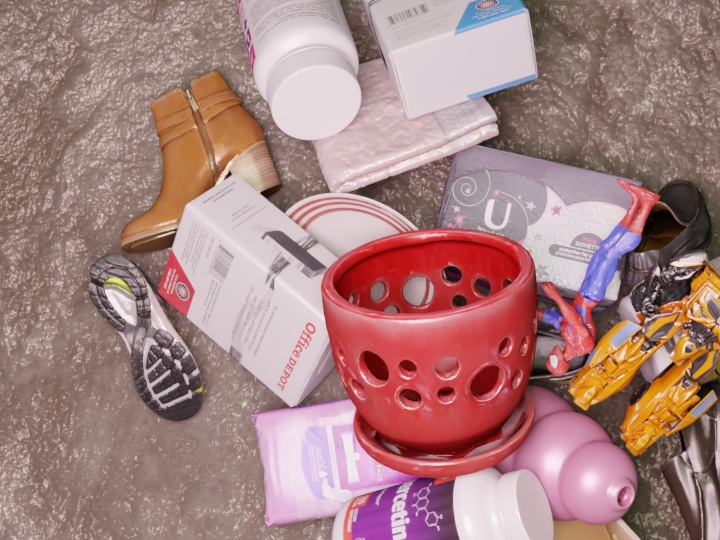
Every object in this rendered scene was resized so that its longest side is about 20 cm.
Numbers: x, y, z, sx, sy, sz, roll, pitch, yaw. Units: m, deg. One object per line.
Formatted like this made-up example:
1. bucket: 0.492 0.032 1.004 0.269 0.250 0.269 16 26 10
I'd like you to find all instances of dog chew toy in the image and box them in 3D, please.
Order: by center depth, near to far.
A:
1. dog chew toy: 0.196 0.190 1.156 0.123 0.199 0.126 -6 103 -29

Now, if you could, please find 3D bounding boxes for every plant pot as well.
1. plant pot: 0.069 0.078 1.097 0.198 0.201 0.184 -4 116 3

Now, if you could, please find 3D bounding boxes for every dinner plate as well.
1. dinner plate: 0.000 0.000 1.227 0.199 0.201 0.024 26 42 8

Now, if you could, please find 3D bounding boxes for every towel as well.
1. towel: 0.035 -0.174 1.247 0.189 0.032 0.201 -20 40 1

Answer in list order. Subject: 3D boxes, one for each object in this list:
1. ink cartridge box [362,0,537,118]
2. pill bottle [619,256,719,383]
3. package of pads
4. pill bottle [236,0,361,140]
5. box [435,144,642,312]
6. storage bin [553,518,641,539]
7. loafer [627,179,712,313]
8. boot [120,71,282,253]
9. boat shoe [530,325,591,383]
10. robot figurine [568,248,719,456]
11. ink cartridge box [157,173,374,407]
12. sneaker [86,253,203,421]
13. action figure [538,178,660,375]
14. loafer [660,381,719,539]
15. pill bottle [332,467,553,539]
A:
1. ink cartridge box: 0.088 -0.262 1.235 0.144 0.084 0.201 -18 38 1
2. pill bottle: 0.381 0.044 1.207 0.198 0.114 0.115 -22 81 0
3. package of pads: -0.011 0.196 1.231 0.198 0.076 0.122 -9 85 3
4. pill bottle: -0.065 -0.239 1.239 0.112 0.114 0.201 -18 48 1
5. box: 0.181 -0.043 1.234 0.198 0.115 0.134 13 82 6
6. storage bin: 0.178 0.317 1.131 0.197 0.200 0.094 -25 96 0
7. loafer: 0.318 -0.042 1.198 0.072 0.201 0.073 -6 124 26
8. boot: -0.202 -0.119 1.296 0.199 0.074 0.156 -27 82 -13
9. boat shoe: 0.155 0.083 1.237 0.198 0.073 0.075 -2 81 4
10. robot figurine: 0.303 0.079 1.117 0.145 0.058 0.200 40 112 -3
11. ink cartridge box: -0.101 0.022 1.217 0.200 0.145 0.084 40 45 12
12. sneaker: -0.226 0.069 1.269 0.073 0.081 0.202 -23 100 3
13. action figure: 0.206 0.002 1.136 0.098 0.065 0.202 19 99 -4
14. loafer: 0.348 0.217 1.211 0.071 0.073 0.202 0 73 9
15. pill bottle: 0.078 0.251 1.113 0.199 0.112 0.114 -22 79 27
